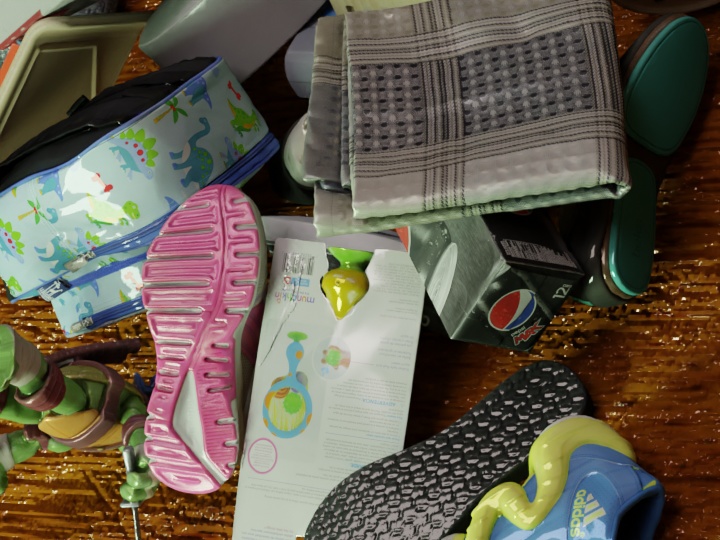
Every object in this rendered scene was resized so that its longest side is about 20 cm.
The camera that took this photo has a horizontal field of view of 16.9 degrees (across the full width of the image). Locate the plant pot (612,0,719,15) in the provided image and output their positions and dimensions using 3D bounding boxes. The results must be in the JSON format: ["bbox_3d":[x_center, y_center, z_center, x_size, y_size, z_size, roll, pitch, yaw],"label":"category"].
[{"bbox_3d":[0.196,-0.277,1.582,0.186,0.187,0.201,-18,63,31],"label":"plant pot"}]

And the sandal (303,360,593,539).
[{"bbox_3d":[0.059,0.134,1.488,0.200,0.048,0.075,-32,52,0],"label":"sandal"}]

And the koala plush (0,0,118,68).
[{"bbox_3d":[-0.312,-0.236,1.964,0.183,0.200,0.178,15,71,46],"label":"koala plush"}]

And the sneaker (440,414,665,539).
[{"bbox_3d":[0.100,0.177,1.394,0.105,0.076,0.200,29,81,48],"label":"sneaker"}]

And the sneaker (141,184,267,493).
[{"bbox_3d":[-0.097,0.043,1.610,0.081,0.088,0.202,8,95,16],"label":"sneaker"}]

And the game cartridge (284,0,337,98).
[{"bbox_3d":[0.039,-0.191,1.698,0.133,0.041,0.200,4,43,46],"label":"game cartridge"}]

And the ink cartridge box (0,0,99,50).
[{"bbox_3d":[-0.179,-0.255,1.761,0.200,0.083,0.147,-33,3,-38],"label":"ink cartridge box"}]

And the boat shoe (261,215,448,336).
[{"bbox_3d":[0.000,0.000,1.619,0.199,0.068,0.057,14,98,47],"label":"boat shoe"}]

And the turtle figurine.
[{"bbox_3d":[-0.210,0.127,1.618,0.144,0.194,0.201,32,87,46],"label":"turtle figurine"}]

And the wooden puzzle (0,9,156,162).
[{"bbox_3d":[-0.242,-0.114,1.812,0.037,0.185,0.201,37,107,12],"label":"wooden puzzle"}]

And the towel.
[{"bbox_3d":[0.061,-0.107,1.490,0.199,0.035,0.193,-9,48,10],"label":"towel"}]

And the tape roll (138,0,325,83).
[{"bbox_3d":[-0.073,-0.216,1.780,0.200,0.066,0.200,-42,15,14],"label":"tape roll"}]

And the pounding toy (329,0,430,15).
[{"bbox_3d":[0.001,-0.274,1.637,0.142,0.185,0.200,7,45,43],"label":"pounding toy"}]

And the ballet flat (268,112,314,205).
[{"bbox_3d":[-0.001,-0.092,1.676,0.199,0.068,0.069,-12,75,37],"label":"ballet flat"}]

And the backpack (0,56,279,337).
[{"bbox_3d":[-0.154,-0.056,1.700,0.199,0.147,0.183,-24,14,45],"label":"backpack"}]

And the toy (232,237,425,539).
[{"bbox_3d":[-0.012,0.084,1.561,0.114,0.047,0.202,7,90,29],"label":"toy"}]

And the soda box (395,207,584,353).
[{"bbox_3d":[0.062,-0.043,1.517,0.071,0.063,0.201,-57,39,29],"label":"soda box"}]

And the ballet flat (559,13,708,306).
[{"bbox_3d":[0.160,-0.072,1.519,0.068,0.068,0.201,-5,57,46],"label":"ballet flat"}]
